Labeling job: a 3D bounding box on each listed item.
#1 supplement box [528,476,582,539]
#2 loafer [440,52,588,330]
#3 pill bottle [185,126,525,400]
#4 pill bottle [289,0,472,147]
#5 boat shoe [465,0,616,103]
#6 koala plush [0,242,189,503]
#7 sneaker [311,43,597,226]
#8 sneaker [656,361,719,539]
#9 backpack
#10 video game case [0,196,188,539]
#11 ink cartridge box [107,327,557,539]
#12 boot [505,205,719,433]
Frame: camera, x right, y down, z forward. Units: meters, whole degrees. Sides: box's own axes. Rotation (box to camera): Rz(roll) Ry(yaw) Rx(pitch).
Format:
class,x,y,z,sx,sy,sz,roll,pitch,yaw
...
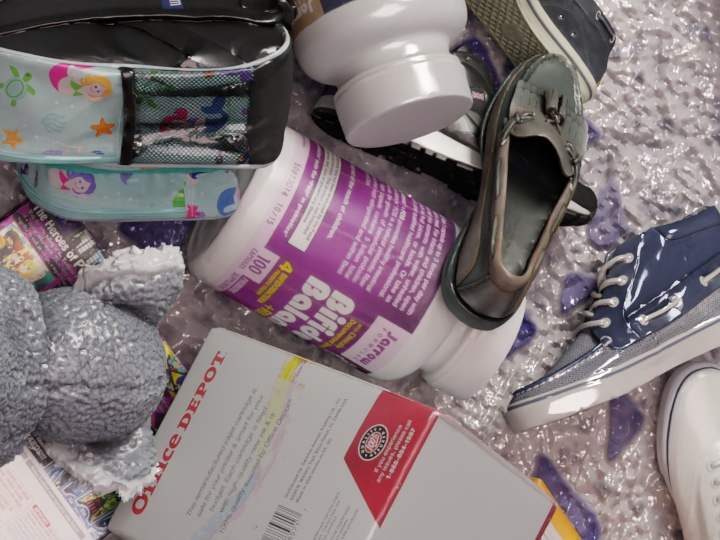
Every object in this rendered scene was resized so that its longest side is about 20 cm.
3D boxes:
class,x,y,z,sx,sy,sz,roll,pitch,yaw
supplement box,0.063,0.240,1.788,0.200,0.074,0.126,-37,100,-15
loafer,0.108,-0.056,1.728,0.072,0.063,0.201,26,59,-14
pill bottle,0.000,0.000,1.752,0.200,0.112,0.113,29,81,-14
pill bottle,0.001,-0.183,1.720,0.111,0.111,0.201,-13,76,-17
boat shoe,0.103,-0.193,1.793,0.062,0.074,0.200,-52,125,-21
koala plush,-0.199,0.056,1.624,0.199,0.184,0.178,7,97,-26
sneaker,0.074,-0.099,1.799,0.199,0.076,0.088,25,77,-15
sneaker,0.247,0.159,1.847,0.073,0.071,0.201,-11,92,-17
backpack,-0.152,-0.118,1.673,0.199,0.178,0.151,3,119,-16
video game case,-0.207,0.077,1.726,0.181,0.036,0.200,-38,100,-13
ink cartridge box,-0.019,0.147,1.680,0.145,0.200,0.146,38,77,-46
boot,0.168,0.032,1.833,0.199,0.073,0.091,-24,89,-24
